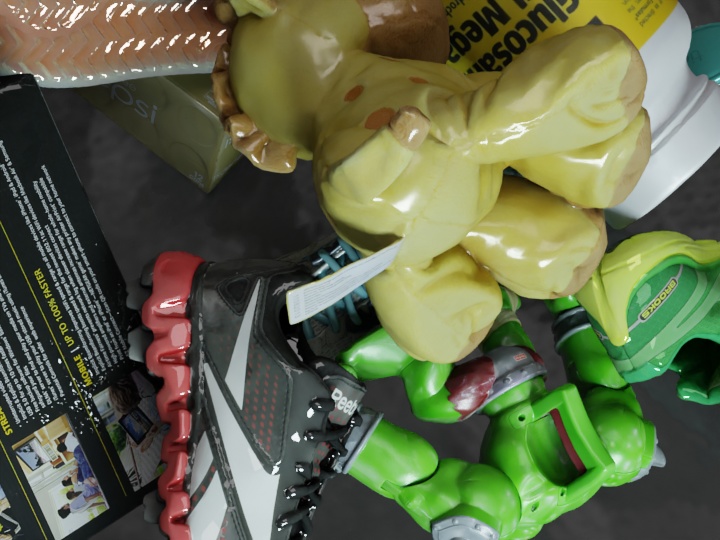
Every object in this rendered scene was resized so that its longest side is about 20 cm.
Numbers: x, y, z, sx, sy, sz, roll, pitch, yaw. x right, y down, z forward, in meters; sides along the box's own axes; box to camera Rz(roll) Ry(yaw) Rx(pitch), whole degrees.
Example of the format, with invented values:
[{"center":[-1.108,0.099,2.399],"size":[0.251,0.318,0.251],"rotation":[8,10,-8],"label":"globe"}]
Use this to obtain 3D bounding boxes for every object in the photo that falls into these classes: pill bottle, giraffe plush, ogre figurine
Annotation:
[{"center":[0.088,-0.121,0.911],"size":[0.200,0.112,0.113],"rotation":[46,59,-4],"label":"pill bottle"},{"center":[0.009,-0.067,0.829],"size":[0.199,0.174,0.162],"rotation":[-14,49,-34],"label":"giraffe plush"},{"center":[0.066,0.069,0.900],"size":[0.199,0.098,0.120],"rotation":[-6,56,-53],"label":"ogre figurine"}]

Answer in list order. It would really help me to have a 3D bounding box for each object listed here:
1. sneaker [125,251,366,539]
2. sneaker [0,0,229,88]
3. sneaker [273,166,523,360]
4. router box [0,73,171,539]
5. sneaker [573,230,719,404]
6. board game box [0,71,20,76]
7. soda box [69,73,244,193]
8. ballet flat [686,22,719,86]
[{"center":[-0.043,0.085,0.806],"size":[0.097,0.071,0.203],"rotation":[-9,76,11],"label":"sneaker"},{"center":[-0.125,-0.139,0.904],"size":[0.198,0.072,0.080],"rotation":[-2,40,-35],"label":"sneaker"},{"center":[0.000,0.000,0.925],"size":[0.199,0.086,0.078],"rotation":[-30,73,-16],"label":"sneaker"},{"center":[-0.174,0.034,0.828],"size":[0.149,0.051,0.202],"rotation":[-31,108,-28],"label":"router box"},{"center":[0.177,0.027,0.951],"size":[0.199,0.074,0.084],"rotation":[-1,73,-46],"label":"sneaker"},{"center":[-0.261,-0.106,0.875],"size":[0.198,0.045,0.136],"rotation":[-2,58,-26],"label":"board game box"},{"center":[-0.133,-0.134,0.986],"size":[0.199,0.068,0.064],"rotation":[38,59,9],"label":"soda box"},{"center":[0.122,-0.070,1.007],"size":[0.198,0.072,0.073],"rotation":[-18,61,15],"label":"ballet flat"}]
